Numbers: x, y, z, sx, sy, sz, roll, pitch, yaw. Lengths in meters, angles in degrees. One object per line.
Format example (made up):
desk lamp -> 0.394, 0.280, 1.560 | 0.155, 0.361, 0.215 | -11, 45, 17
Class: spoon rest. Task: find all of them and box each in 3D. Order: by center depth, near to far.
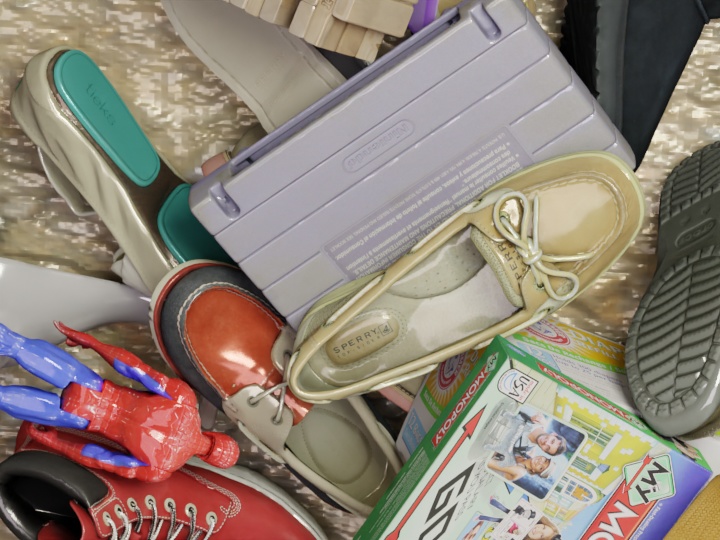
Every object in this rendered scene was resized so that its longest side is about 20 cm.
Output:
spoon rest -> -0.170, 0.031, 1.359 | 0.199, 0.061, 0.100 | 16, 146, -3

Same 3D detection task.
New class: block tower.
block tower -> -0.065, -0.167, 1.240 | 0.199, 0.058, 0.054 | 29, 100, 32

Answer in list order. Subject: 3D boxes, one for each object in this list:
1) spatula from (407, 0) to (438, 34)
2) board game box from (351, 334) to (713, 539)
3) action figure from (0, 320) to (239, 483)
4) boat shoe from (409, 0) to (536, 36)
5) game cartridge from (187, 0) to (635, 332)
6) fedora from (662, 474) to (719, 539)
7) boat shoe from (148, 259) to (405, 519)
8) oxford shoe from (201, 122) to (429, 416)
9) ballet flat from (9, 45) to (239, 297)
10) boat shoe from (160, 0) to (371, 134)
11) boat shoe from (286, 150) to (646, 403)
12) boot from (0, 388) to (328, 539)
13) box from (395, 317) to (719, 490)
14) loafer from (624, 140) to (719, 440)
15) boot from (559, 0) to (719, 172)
spatula -> -0.029, -0.188, 1.265 | 0.200, 0.021, 0.057 | 36, 142, 24
board game box -> 0.068, 0.146, 1.232 | 0.134, 0.029, 0.201 | 29, 104, -21
action figure -> -0.157, 0.064, 1.293 | 0.199, 0.052, 0.066 | 23, 88, -10
boat shoe -> 0.061, -0.132, 1.293 | 0.066, 0.074, 0.201 | -19, 120, -1
game cartridge -> 0.028, -0.047, 1.250 | 0.199, 0.038, 0.130 | -33, 121, 15
fedora -> 0.181, 0.166, 1.219 | 0.082, 0.200, 0.201 | 32, 106, 18
boat shoe -> -0.039, 0.068, 1.318 | 0.071, 0.063, 0.200 | -44, 127, -5
oxford shoe -> 0.000, 0.000, 1.338 | 0.074, 0.071, 0.200 | -39, 102, 5
ballet flat -> -0.125, -0.034, 1.346 | 0.069, 0.069, 0.200 | -34, 98, 12
boat shoe -> -0.046, -0.131, 1.309 | 0.073, 0.063, 0.201 | -39, 80, 26
boat shoe -> 0.052, 0.008, 1.221 | 0.200, 0.063, 0.074 | -26, 99, 14
boot -> -0.109, 0.148, 1.346 | 0.199, 0.144, 0.073 | 29, 105, -4
box -> 0.134, 0.104, 1.307 | 0.199, 0.113, 0.102 | 20, 107, -21
loafer -> 0.192, 0.016, 1.272 | 0.075, 0.201, 0.070 | -25, 122, 37
boot -> 0.193, -0.134, 1.277 | 0.167, 0.077, 0.201 | -7, 127, -9
